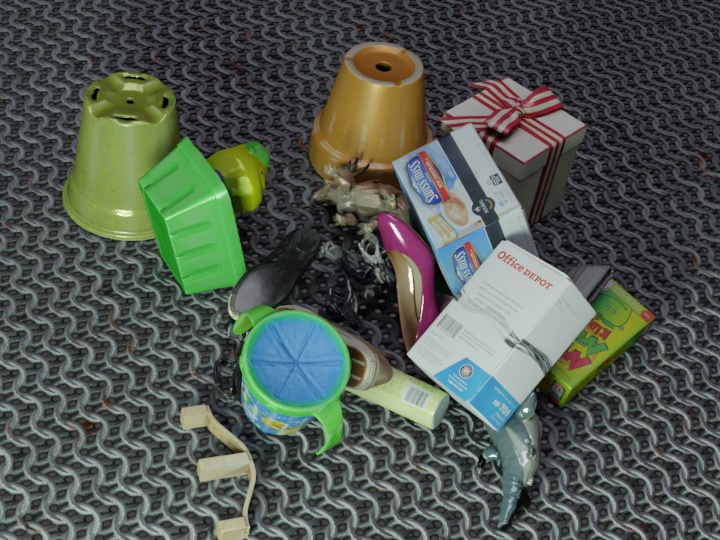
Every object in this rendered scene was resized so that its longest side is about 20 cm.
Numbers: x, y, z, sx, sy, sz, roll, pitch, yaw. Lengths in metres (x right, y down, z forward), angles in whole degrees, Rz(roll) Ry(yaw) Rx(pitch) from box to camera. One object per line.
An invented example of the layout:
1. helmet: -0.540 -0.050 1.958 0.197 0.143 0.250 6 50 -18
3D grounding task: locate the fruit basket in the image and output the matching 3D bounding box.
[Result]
1. fruit basket: -0.193 -0.093 1.748 0.214 0.217 0.156 -17 48 -27

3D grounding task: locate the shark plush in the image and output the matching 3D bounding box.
1. shark plush: 0.188 0.240 1.593 0.083 0.091 0.202 -4 62 13

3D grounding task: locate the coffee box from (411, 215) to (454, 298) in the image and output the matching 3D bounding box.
1. coffee box: 0.135 -0.035 1.838 0.122 0.044 0.201 -25 46 -4

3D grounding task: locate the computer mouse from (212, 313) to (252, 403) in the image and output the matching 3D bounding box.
1. computer mouse: -0.160 0.102 1.669 0.058 0.034 0.201 19 43 -5

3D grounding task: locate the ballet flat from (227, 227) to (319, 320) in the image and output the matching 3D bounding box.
1. ballet flat: -0.117 0.012 1.728 0.066 0.057 0.200 40 48 4

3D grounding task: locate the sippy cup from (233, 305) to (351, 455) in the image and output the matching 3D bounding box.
1. sippy cup: -0.091 0.138 1.555 0.138 0.131 0.179 6 59 -13

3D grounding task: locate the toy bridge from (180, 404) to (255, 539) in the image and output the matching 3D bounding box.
1. toy bridge: -0.165 0.238 1.522 0.067 0.027 0.201 -6 44 -21

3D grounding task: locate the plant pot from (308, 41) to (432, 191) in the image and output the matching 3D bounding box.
1. plant pot: 0.026 -0.250 1.976 0.198 0.184 0.201 6 42 -5

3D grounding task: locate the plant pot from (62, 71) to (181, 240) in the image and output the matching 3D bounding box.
1. plant pot: -0.336 -0.179 1.827 0.198 0.185 0.201 6 41 -5

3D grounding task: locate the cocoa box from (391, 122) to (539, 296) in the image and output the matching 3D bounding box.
1. cocoa box: 0.146 -0.079 1.747 0.130 0.134 0.201 -25 46 2

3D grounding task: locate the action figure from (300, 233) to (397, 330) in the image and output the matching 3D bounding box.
1. action figure: 0.000 0.000 1.752 0.118 0.102 0.200 -15 27 46

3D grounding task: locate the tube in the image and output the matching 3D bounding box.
1. tube: 0.021 0.146 1.650 0.199 0.052 0.058 23 4 21

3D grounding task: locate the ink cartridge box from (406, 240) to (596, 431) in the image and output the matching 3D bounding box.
1. ink cartridge box: 0.179 0.080 1.601 0.200 0.086 0.146 -48 38 -5

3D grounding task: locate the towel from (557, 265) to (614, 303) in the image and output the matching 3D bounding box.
1. towel: 0.229 0.047 1.732 0.191 0.035 0.200 -4 28 38

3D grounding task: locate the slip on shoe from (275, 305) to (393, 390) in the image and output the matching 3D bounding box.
1. slip on shoe: -0.039 0.101 1.636 0.199 0.077 0.060 21 9 42

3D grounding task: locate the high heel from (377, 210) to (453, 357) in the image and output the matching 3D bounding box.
1. high heel: 0.060 0.020 1.692 0.096 0.201 0.067 -44 22 -24

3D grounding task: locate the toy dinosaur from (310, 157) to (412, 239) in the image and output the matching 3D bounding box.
1. toy dinosaur: 0.014 -0.108 1.869 0.199 0.086 0.135 22 18 14

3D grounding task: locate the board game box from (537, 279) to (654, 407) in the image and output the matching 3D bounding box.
1. board game box: 0.309 0.093 1.741 0.199 0.048 0.102 -33 66 -33

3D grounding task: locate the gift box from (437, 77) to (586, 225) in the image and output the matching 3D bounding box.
1. gift box: 0.213 -0.185 1.942 0.199 0.188 0.184 33 46 22
